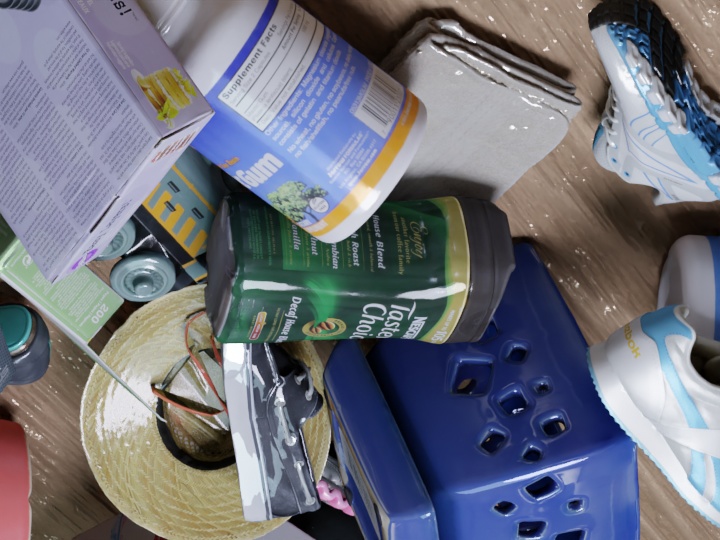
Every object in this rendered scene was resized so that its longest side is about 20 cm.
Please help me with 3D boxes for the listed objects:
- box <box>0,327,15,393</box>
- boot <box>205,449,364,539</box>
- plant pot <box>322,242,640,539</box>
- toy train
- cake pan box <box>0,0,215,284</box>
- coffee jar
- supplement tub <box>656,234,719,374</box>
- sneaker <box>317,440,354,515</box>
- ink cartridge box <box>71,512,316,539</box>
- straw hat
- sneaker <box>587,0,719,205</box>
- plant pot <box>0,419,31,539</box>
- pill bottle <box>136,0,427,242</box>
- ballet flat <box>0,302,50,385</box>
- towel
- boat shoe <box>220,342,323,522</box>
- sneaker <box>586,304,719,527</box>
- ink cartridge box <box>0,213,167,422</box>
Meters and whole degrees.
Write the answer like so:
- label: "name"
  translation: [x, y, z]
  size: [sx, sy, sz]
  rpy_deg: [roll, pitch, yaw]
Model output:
- label: "box"
  translation: [-0.337, 0.004, 1.601]
  size: [0.199, 0.051, 0.158]
  rpy_deg: [18, 143, 23]
- label: "boot"
  translation: [-0.087, 0.172, 1.909]
  size: [0.196, 0.074, 0.163]
  rpy_deg: [7, 142, 0]
- label: "plant pot"
  translation: [0.082, 0.134, 1.711]
  size: [0.178, 0.201, 0.201]
  rpy_deg: [-19, 140, -7]
- label: "toy train"
  translation: [-0.148, -0.059, 1.616]
  size: [0.113, 0.086, 0.200]
  rpy_deg: [-25, 136, 16]
- label: "cake pan box"
  translation: [-0.194, -0.112, 1.469]
  size: [0.052, 0.185, 0.200]
  rpy_deg: [-28, 168, -38]
- label: "coffee jar"
  translation: [0.000, 0.000, 1.604]
  size: [0.198, 0.086, 0.105]
  rpy_deg: [0, 149, -14]
- label: "supplement tub"
  translation: [0.313, 0.045, 1.687]
  size: [0.198, 0.133, 0.132]
  rpy_deg: [4, 142, -3]
- label: "sneaker"
  translation: [0.016, 0.148, 1.864]
  size: [0.199, 0.096, 0.079]
  rpy_deg: [23, 178, -36]
- label: "ink cartridge box"
  translation: [-0.142, 0.275, 1.881]
  size: [0.145, 0.145, 0.199]
  rpy_deg: [35, 140, -24]
- label: "straw hat"
  translation: [-0.107, 0.097, 1.793]
  size: [0.199, 0.085, 0.203]
  rpy_deg: [1, 105, 4]
- label: "sneaker"
  translation: [0.182, -0.098, 1.562]
  size: [0.086, 0.075, 0.200]
  rpy_deg: [-13, 139, 27]
- label: "plant pot"
  translation: [-0.352, 0.186, 1.857]
  size: [0.176, 0.202, 0.201]
  rpy_deg: [2, 143, -17]
- label: "pill bottle"
  translation: [-0.066, -0.116, 1.496]
  size: [0.199, 0.113, 0.112]
  rpy_deg: [36, 132, -15]
- label: "ballet flat"
  translation: [-0.319, 0.063, 1.777]
  size: [0.198, 0.074, 0.073]
  rpy_deg: [-3, 142, 15]
- label: "towel"
  translation: [0.044, -0.087, 1.609]
  size: [0.132, 0.035, 0.200]
  rpy_deg: [25, 137, -24]
- label: "boat shoe"
  translation: [-0.060, 0.088, 1.699]
  size: [0.067, 0.072, 0.202]
  rpy_deg: [-6, 115, 1]
- label: "sneaker"
  translation: [0.237, 0.104, 1.605]
  size: [0.081, 0.077, 0.200]
  rpy_deg: [-34, 123, 21]
- label: "ink cartridge box"
  translation: [-0.211, 0.010, 1.656]
  size: [0.048, 0.145, 0.200]
  rpy_deg: [-50, 132, -5]
